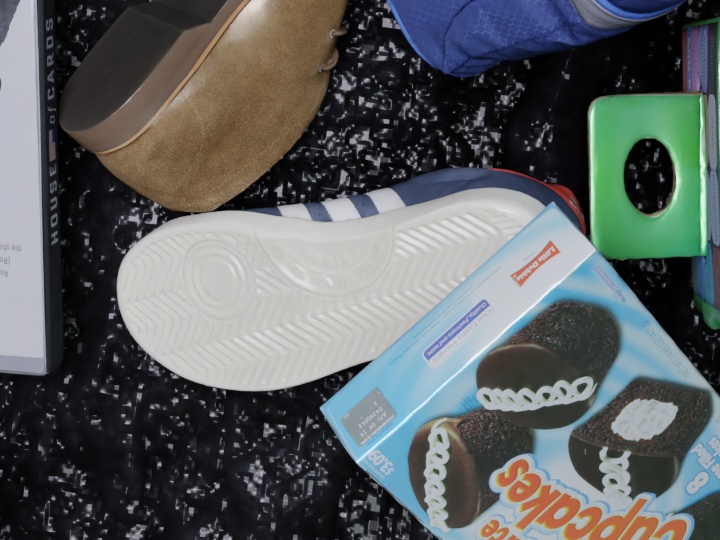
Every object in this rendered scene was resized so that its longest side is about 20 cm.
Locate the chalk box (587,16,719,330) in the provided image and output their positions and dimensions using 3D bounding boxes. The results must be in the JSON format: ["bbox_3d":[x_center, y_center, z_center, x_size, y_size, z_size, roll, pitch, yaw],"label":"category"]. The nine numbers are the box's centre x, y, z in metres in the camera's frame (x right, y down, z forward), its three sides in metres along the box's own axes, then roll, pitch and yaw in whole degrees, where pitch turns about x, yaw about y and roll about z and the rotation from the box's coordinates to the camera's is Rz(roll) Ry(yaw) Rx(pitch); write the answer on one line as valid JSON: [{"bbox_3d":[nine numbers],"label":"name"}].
[{"bbox_3d":[0.187,-0.040,0.967,0.198,0.124,0.125,-2,95,2],"label":"chalk box"}]

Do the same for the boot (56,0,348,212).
[{"bbox_3d":[-0.031,-0.110,1.004,0.200,0.074,0.075,-48,123,-2],"label":"boot"}]

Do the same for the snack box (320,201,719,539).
[{"bbox_3d":[0.083,0.072,0.959,0.116,0.037,0.200,-42,134,3],"label":"snack box"}]

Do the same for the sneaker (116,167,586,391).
[{"bbox_3d":[0.000,0.000,1.004,0.199,0.084,0.076,-4,104,25],"label":"sneaker"}]

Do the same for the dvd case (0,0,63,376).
[{"bbox_3d":[-0.192,-0.062,0.987,0.149,0.025,0.202,4,104,15],"label":"dvd case"}]

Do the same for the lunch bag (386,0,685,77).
[{"bbox_3d":[0.069,-0.187,0.925,0.132,0.136,0.201,-18,103,44],"label":"lunch bag"}]
